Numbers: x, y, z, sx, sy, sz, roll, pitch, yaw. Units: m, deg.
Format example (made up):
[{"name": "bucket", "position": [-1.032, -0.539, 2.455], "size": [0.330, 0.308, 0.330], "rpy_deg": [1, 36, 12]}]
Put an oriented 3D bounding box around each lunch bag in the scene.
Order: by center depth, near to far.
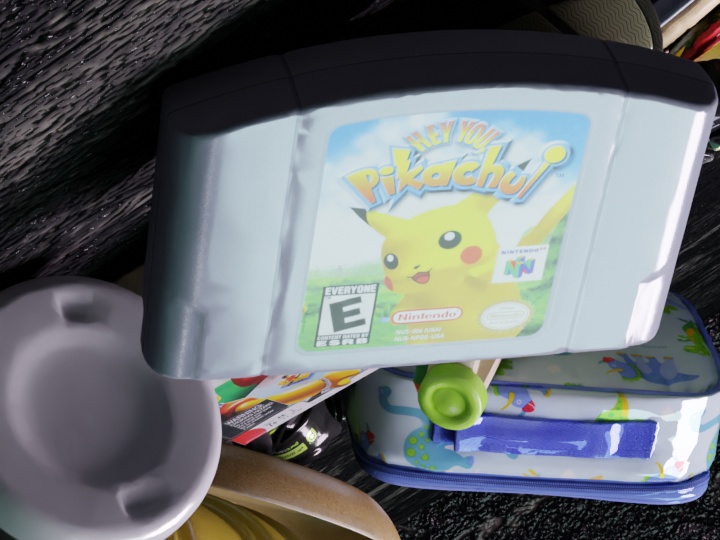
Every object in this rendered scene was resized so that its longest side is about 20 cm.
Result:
[{"name": "lunch bag", "position": [0.089, 0.062, 1.466], "size": [0.199, 0.083, 0.161], "rpy_deg": [3, -159, -8]}]

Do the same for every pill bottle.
[{"name": "pill bottle", "position": [-0.145, 0.091, 1.101], "size": [0.114, 0.114, 0.200], "rpy_deg": [-26, 170, -37]}]

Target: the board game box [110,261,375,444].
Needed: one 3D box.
[{"name": "board game box", "position": [-0.016, 0.005, 1.142], "size": [0.200, 0.035, 0.126], "rpy_deg": [-31, 149, 27]}]

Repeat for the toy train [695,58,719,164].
[{"name": "toy train", "position": [0.121, -0.056, 1.161], "size": [0.046, 0.034, 0.200], "rpy_deg": [5, 168, -16]}]

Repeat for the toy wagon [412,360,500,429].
[{"name": "toy wagon", "position": [0.073, -0.023, 1.323], "size": [0.155, 0.039, 0.200], "rpy_deg": [-59, 165, -54]}]

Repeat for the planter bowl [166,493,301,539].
[{"name": "planter bowl", "position": [-0.115, 0.156, 1.236], "size": [0.200, 0.200, 0.084], "rpy_deg": [-31, 135, -11]}]

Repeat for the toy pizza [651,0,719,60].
[{"name": "toy pizza", "position": [0.159, -0.125, 1.142], "size": [0.200, 0.032, 0.200], "rpy_deg": [-41, -178, 2]}]

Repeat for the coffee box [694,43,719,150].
[{"name": "coffee box", "position": [0.186, -0.109, 1.270], "size": [0.123, 0.044, 0.200], "rpy_deg": [-34, -174, 1]}]

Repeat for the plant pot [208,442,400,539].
[{"name": "plant pot", "position": [-0.072, 0.112, 1.391], "size": [0.200, 0.200, 0.028], "rpy_deg": [100, 4, -78]}]

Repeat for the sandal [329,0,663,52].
[{"name": "sandal", "position": [0.014, -0.062, 1.019], "size": [0.201, 0.080, 0.057], "rpy_deg": [-25, -170, 3]}]

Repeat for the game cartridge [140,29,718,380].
[{"name": "game cartridge", "position": [0.025, -0.024, 0.974], "size": [0.199, 0.041, 0.134], "rpy_deg": [-4, 129, -15]}]

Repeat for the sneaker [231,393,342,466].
[{"name": "sneaker", "position": [-0.045, 0.058, 1.369], "size": [0.071, 0.083, 0.200], "rpy_deg": [-35, 171, 8]}]
